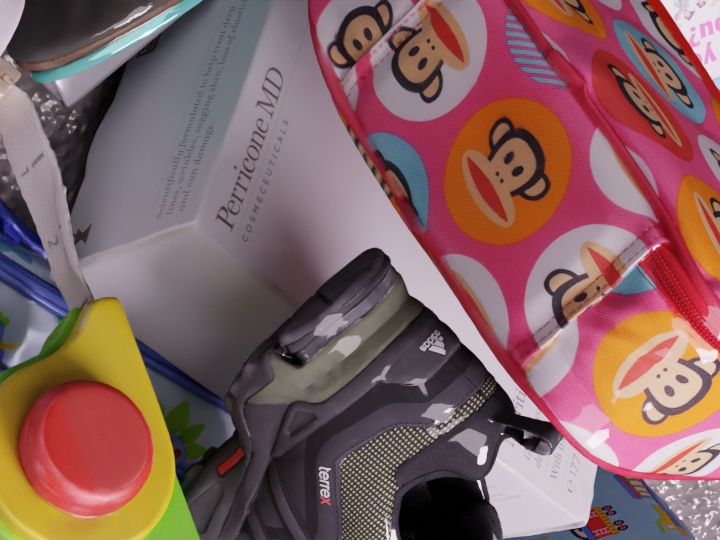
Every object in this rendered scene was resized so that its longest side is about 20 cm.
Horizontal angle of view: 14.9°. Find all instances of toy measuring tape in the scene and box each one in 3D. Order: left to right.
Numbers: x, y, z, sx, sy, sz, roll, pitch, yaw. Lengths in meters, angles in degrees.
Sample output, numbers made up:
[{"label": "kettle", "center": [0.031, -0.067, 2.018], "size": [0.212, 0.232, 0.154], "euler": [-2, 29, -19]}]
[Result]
[{"label": "toy measuring tape", "center": [-0.108, 0.029, 0.861], "size": [0.073, 0.074, 0.201], "euler": [-18, 75, -14]}]

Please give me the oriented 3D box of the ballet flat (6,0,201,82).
[{"label": "ballet flat", "center": [-0.036, -0.134, 0.872], "size": [0.199, 0.068, 0.069], "euler": [-31, 112, -20]}]

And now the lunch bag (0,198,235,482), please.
[{"label": "lunch bag", "center": [-0.132, 0.068, 0.961], "size": [0.200, 0.082, 0.161], "euler": [34, 95, -32]}]

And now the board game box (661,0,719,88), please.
[{"label": "board game box", "center": [0.114, -0.130, 0.995], "size": [0.199, 0.034, 0.135], "euler": [-21, 120, -13]}]

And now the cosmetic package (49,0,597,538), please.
[{"label": "cosmetic package", "center": [0.000, 0.000, 0.955], "size": [0.200, 0.081, 0.113], "euler": [37, 55, -34]}]

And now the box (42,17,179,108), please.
[{"label": "box", "center": [-0.097, -0.175, 0.882], "size": [0.156, 0.041, 0.200], "euler": [-40, 123, -2]}]

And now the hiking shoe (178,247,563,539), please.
[{"label": "hiking shoe", "center": [-0.009, 0.087, 0.883], "size": [0.076, 0.101, 0.200], "euler": [-41, 166, -39]}]

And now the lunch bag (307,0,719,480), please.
[{"label": "lunch bag", "center": [0.083, -0.026, 0.885], "size": [0.082, 0.201, 0.176], "euler": [-40, 155, 21]}]

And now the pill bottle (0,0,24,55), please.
[{"label": "pill bottle", "center": [-0.196, -0.120, 0.796], "size": [0.112, 0.112, 0.200], "euler": [-45, 115, 2]}]

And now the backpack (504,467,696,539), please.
[{"label": "backpack", "center": [0.033, 0.167, 1.026], "size": [0.198, 0.183, 0.135], "euler": [-9, 109, -5]}]
